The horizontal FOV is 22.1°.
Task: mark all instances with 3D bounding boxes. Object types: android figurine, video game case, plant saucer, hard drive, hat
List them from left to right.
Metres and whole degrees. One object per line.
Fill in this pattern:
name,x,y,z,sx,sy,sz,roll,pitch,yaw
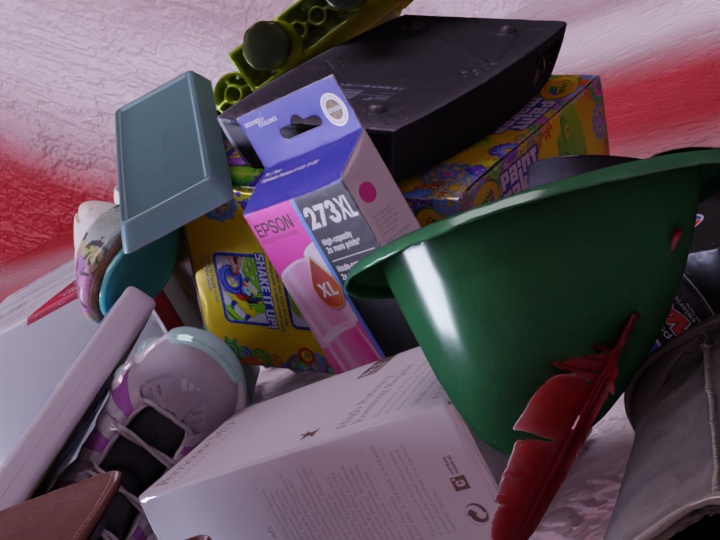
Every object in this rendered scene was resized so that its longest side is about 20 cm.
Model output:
video game case,-0.190,0.125,1.019,0.182,0.022,0.200,-56,3,44
plant saucer,-0.116,-0.071,1.097,0.070,0.019,0.200,-28,26,5
android figurine,-0.015,-0.161,1.192,0.182,0.041,0.200,-36,-2,10
hard drive,0.024,-0.104,1.082,0.135,0.042,0.200,7,27,33
hat,0.089,0.063,0.751,0.200,0.176,0.166,-14,-11,-16

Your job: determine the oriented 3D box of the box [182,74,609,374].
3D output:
box,0.028,-0.033,1.126,0.192,0.122,0.200,4,27,31

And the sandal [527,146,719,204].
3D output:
sandal,0.176,-0.049,0.960,0.200,0.043,0.076,6,-9,-36

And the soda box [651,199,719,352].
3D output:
soda box,0.145,0.012,0.921,0.071,0.063,0.200,-34,11,-30

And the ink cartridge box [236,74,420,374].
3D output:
ink cartridge box,0.000,0.000,0.978,0.037,0.200,0.095,-35,11,-36

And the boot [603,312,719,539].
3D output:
boot,0.162,0.048,0.674,0.182,0.073,0.200,-40,0,16

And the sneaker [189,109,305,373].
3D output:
sneaker,-0.060,-0.026,1.257,0.112,0.200,0.073,-40,30,-1

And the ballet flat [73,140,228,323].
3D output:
ballet flat,-0.129,-0.029,1.125,0.071,0.069,0.200,24,36,19

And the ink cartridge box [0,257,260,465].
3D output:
ink cartridge box,-0.168,0.067,1.249,0.145,0.145,0.200,-29,11,8

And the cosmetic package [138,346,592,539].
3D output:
cosmetic package,0.001,0.093,0.882,0.200,0.074,0.102,-20,13,35

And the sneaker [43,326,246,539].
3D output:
sneaker,-0.133,0.130,0.969,0.200,0.078,0.140,-58,3,31

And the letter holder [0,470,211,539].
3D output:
letter holder,-0.114,0.162,0.766,0.142,0.101,0.200,-23,11,17
